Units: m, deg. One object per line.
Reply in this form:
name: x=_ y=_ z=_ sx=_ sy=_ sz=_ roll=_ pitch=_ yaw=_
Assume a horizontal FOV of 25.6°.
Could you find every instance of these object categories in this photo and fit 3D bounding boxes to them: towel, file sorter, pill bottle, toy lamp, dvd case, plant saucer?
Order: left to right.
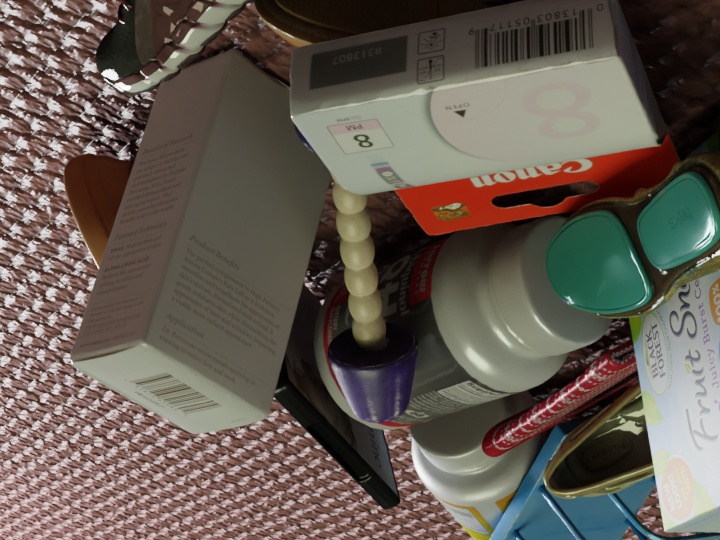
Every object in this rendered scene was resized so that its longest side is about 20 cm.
plant saucer: x=-0.122 y=0.005 z=1.038 sx=0.037 sy=0.200 sz=0.200 roll=-33 pitch=140 yaw=5
dvd case: x=-0.028 y=0.073 z=1.148 sx=0.018 sy=0.143 sz=0.200 roll=-24 pitch=142 yaw=11
toy lamp: x=0.000 y=0.000 z=0.944 sx=0.058 sy=0.058 sz=0.200 roll=2 pitch=121 yaw=20
pill bottle: x=0.068 y=0.032 z=1.038 sx=0.111 sy=0.111 sz=0.200 roll=29 pitch=148 yaw=-27
pill bottle: x=0.110 y=0.155 z=1.266 sx=0.109 sy=0.109 sz=0.200 roll=-1 pitch=149 yaw=26
file sorter: x=0.188 y=0.228 z=1.212 sx=0.139 sy=0.123 sz=0.200 roll=2 pitch=126 yaw=-37
towel: x=0.172 y=0.065 z=1.073 sx=0.145 sy=0.022 sz=0.200 roll=-25 pitch=168 yaw=-28

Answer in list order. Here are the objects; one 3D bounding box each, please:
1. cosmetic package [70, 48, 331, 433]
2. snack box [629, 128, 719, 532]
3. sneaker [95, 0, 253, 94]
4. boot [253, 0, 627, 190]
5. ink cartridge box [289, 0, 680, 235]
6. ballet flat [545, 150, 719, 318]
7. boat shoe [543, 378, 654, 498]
cosmetic package: x=-0.087 y=-0.017 z=0.934 sx=0.074 sy=0.200 sz=0.102 roll=-14 pitch=141 yaw=41
snack box: x=0.220 y=0.029 z=0.880 sx=0.068 sy=0.200 sz=0.169 roll=4 pitch=157 yaw=-20
sneaker: x=-0.103 y=-0.174 z=0.802 sx=0.116 sy=0.076 sz=0.200 roll=34 pitch=136 yaw=-25
boot: x=0.046 y=-0.106 z=0.866 sx=0.200 sy=0.077 sz=0.155 roll=3 pitch=155 yaw=4
ink cartridge box: x=0.075 y=-0.059 z=0.815 sx=0.163 sy=0.057 sz=0.200 roll=-9 pitch=146 yaw=19
ballet flat: x=0.166 y=-0.019 z=0.842 sx=0.071 sy=0.071 sz=0.200 roll=20 pitch=162 yaw=-12
boat shoe: x=0.210 y=0.094 z=1.060 sx=0.201 sy=0.073 sz=0.063 roll=-33 pitch=172 yaw=29
